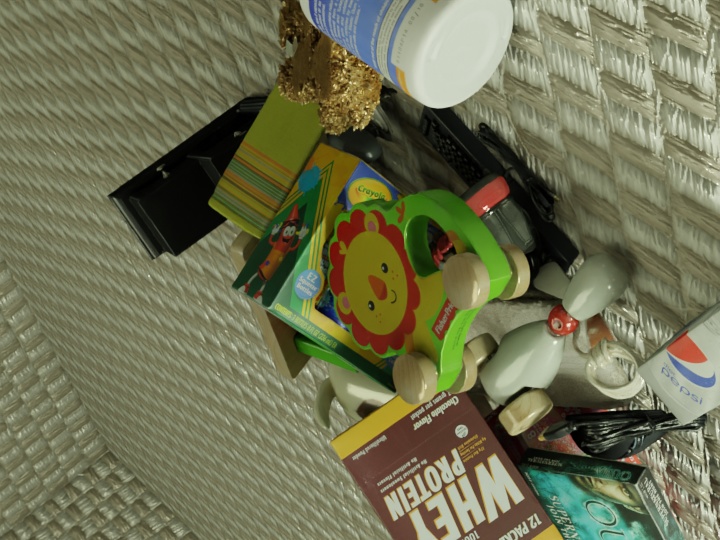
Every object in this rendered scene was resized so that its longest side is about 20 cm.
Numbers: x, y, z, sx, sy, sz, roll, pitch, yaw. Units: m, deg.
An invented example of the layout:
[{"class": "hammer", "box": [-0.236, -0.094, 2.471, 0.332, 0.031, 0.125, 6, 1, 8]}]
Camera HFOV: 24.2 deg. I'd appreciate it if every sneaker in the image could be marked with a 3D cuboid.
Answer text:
[{"class": "sneaker", "box": [0.117, -0.015, 1.539, 0.098, 0.071, 0.201, 51, 166, 11]}]

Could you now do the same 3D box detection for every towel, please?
[{"class": "towel", "box": [-0.073, -0.132, 1.662, 0.086, 0.201, 0.018, 34, -175, 37]}, {"class": "towel", "box": [0.156, 0.072, 1.619, 0.199, 0.035, 0.133, 2, 131, 38]}]

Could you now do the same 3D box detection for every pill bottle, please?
[{"class": "pill bottle", "box": [0.020, -0.227, 1.374, 0.200, 0.112, 0.112, 40, 158, 32]}]

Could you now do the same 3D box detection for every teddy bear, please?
[{"class": "teddy bear", "box": [-0.027, -0.191, 1.522, 0.200, 0.066, 0.146, 171, 93, -71]}]

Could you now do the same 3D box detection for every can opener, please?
[{"class": "can opener", "box": [-0.031, -0.162, 1.691, 0.200, 0.066, 0.053, 32, 155, 55]}]

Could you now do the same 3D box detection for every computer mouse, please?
[{"class": "computer mouse", "box": [0.222, 0.156, 1.551, 0.200, 0.139, 0.046, 163, 101, -70]}]

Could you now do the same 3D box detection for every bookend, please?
[{"class": "bookend", "box": [-0.163, -0.098, 1.847, 0.092, 0.199, 0.199, 55, 172, -12]}]

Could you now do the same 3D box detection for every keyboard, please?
[{"class": "keyboard", "box": [0.126, -0.079, 1.534, 0.200, 0.021, 0.127, 48, 161, 10]}]

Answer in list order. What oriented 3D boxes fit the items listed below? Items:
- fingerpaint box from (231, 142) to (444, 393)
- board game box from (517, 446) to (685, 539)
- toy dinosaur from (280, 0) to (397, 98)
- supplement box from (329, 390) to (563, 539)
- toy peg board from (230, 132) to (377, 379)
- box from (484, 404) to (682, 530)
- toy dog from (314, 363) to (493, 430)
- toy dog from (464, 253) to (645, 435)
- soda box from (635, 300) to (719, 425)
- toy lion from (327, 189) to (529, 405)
[{"class": "fingerpaint box", "box": [0.000, 0.000, 1.642, 0.200, 0.168, 0.073, 37, 174, -40]}, {"class": "board game box", "box": [0.243, 0.249, 1.580, 0.135, 0.028, 0.201, 3, 136, 43]}, {"class": "toy dinosaur", "box": [-0.010, -0.206, 1.586, 0.200, 0.047, 0.089, 24, 133, 54]}, {"class": "supplement box", "box": [0.080, 0.212, 1.626, 0.201, 0.132, 0.197, 56, 177, 4]}, {"class": "toy peg board", "box": [-0.018, -0.011, 1.752, 0.097, 0.200, 0.200, 17, 144, 31]}, {"class": "box", "box": [0.223, 0.211, 1.714, 0.201, 0.094, 0.102, 57, 161, -14]}, {"class": "toy dog", "box": [0.063, 0.136, 1.822, 0.200, 0.193, 0.140, 44, 149, 41]}, {"class": "toy dog", "box": [0.177, 0.062, 1.510, 0.199, 0.096, 0.133, -24, 88, 35]}, {"class": "soda box", "box": [0.291, 0.060, 1.328, 0.064, 0.068, 0.200, 50, 162, 6]}, {"class": "toy lion", "box": [0.044, 0.006, 1.493, 0.192, 0.068, 0.201, 54, 138, 28]}]
